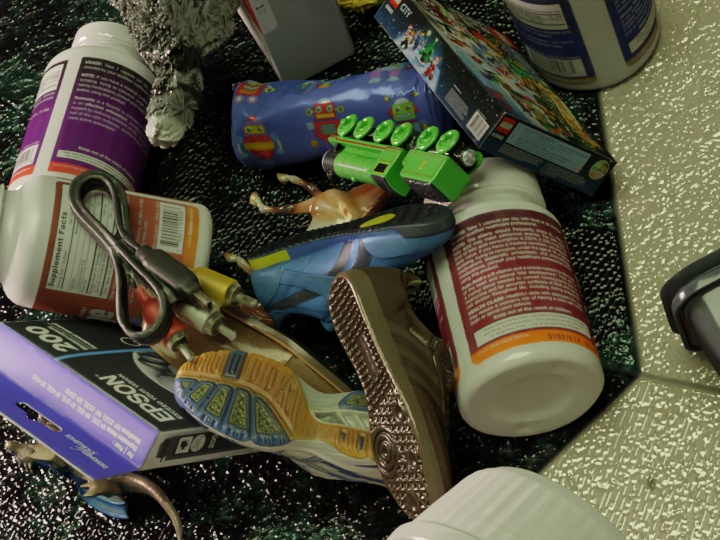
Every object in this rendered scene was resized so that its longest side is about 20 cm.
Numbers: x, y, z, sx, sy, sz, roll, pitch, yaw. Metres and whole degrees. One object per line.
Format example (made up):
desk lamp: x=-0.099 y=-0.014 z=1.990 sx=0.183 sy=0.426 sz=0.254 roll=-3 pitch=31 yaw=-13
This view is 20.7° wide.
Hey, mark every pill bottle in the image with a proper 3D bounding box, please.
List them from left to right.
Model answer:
pill bottle: x=-0.231 y=-0.017 z=1.646 sx=0.199 sy=0.112 sz=0.113 roll=10 pitch=56 yaw=-13
pill bottle: x=-0.243 y=-0.121 z=1.775 sx=0.112 sy=0.113 sz=0.201 roll=-1 pitch=57 yaw=21
pill bottle: x=0.113 y=0.018 z=1.536 sx=0.114 sy=0.114 sz=0.201 roll=-18 pitch=53 yaw=10
pill bottle: x=0.172 y=-0.254 z=1.638 sx=0.119 sy=0.200 sz=0.120 roll=-10 pitch=55 yaw=15

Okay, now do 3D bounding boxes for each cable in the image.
cable: x=-0.176 y=0.001 z=1.554 sx=0.097 sy=0.050 sz=0.200 roll=-39 pitch=54 yaw=-20

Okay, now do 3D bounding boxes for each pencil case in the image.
pencil case: x=-0.016 y=-0.138 z=1.717 sx=0.199 sy=0.078 sz=0.087 roll=-6 pitch=17 yaw=19

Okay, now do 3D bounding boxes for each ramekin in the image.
ramekin: x=0.116 y=0.223 z=1.353 sx=0.202 sy=0.203 sz=0.094 roll=26 pitch=58 yaw=33

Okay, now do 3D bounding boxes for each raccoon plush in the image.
raccoon plush: x=-0.197 y=-0.206 z=1.745 sx=0.134 sy=0.097 sz=0.201 roll=-2 pitch=58 yaw=43

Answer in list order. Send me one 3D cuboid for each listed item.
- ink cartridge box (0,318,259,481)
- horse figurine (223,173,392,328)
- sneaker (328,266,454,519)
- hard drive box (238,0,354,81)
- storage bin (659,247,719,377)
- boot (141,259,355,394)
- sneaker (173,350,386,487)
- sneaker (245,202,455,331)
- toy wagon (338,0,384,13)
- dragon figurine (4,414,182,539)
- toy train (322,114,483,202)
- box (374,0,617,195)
ink cartridge box: x=-0.198 y=0.096 z=1.570 sx=0.198 sy=0.200 sz=0.044 roll=29 pitch=110 yaw=34
horse figurine: x=-0.047 y=-0.020 z=1.667 sx=0.132 sy=0.050 sz=0.200 roll=9 pitch=59 yaw=29
sneaker: x=0.043 y=0.085 z=1.458 sx=0.075 sy=0.070 sz=0.201 roll=-8 pitch=68 yaw=-29
hard drive box: x=-0.094 y=-0.292 z=1.798 sx=0.077 sy=0.156 sz=0.200 roll=-28 pitch=51 yaw=-4
storage bin: x=0.338 y=0.036 z=1.426 sx=0.200 sy=0.146 sz=0.135 roll=-27 pitch=62 yaw=3
boot: x=-0.084 y=0.077 z=1.580 sx=0.200 sy=0.074 sz=0.076 roll=32 pitch=82 yaw=6
sneaker: x=-0.050 y=0.125 z=1.519 sx=0.199 sy=0.088 sz=0.075 roll=18 pitch=60 yaw=7
sneaker: x=0.000 y=0.000 z=1.556 sx=0.200 sy=0.079 sz=0.066 roll=-15 pitch=9 yaw=36
toy wagon: x=0.019 y=-0.315 z=1.845 sx=0.155 sy=0.040 sz=0.201 roll=0 pitch=59 yaw=23
dragon figurine: x=-0.206 y=0.163 z=1.598 sx=0.199 sy=0.099 sz=0.059 roll=24 pitch=76 yaw=18
toy train: x=0.028 y=-0.089 z=1.587 sx=0.056 sy=0.042 sz=0.200 roll=-56 pitch=29 yaw=-11
box: x=0.109 y=-0.150 z=1.625 sx=0.038 sy=0.136 sz=0.200 roll=-54 pitch=43 yaw=20
